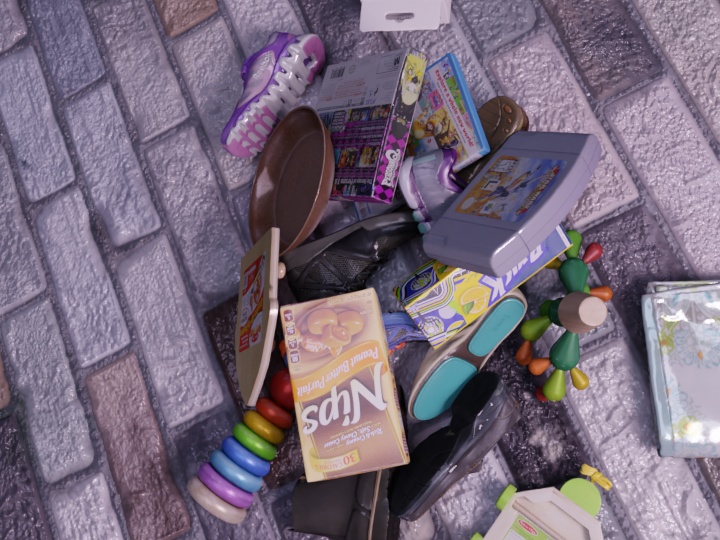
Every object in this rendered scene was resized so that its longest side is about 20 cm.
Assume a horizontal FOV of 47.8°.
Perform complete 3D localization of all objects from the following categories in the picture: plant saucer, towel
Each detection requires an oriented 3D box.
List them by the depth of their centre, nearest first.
[{"bbox_3d":[0.412,0.107,0.916,0.169,0.048,0.203,-5,77,14],"label":"towel"},{"bbox_3d":[-0.085,-0.110,1.052,0.200,0.036,0.203,-29,53,49],"label":"plant saucer"}]

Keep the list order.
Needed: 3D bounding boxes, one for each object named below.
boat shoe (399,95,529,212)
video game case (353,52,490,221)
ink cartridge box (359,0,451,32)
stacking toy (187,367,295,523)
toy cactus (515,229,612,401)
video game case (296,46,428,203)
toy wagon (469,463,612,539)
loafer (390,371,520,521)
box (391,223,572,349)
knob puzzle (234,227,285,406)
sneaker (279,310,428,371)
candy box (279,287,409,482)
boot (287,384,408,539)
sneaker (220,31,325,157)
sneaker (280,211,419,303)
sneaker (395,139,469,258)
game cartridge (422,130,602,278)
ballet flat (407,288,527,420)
[{"bbox_3d":[0.135,-0.130,1.027,0.200,0.067,0.072,-43,61,21],"label":"boat shoe"},{"bbox_3d":[0.059,-0.164,1.036,0.199,0.018,0.145,-29,64,31],"label":"video game case"},{"bbox_3d":[0.066,-0.403,1.103,0.116,0.067,0.202,3,78,15],"label":"ink cartridge box"},{"bbox_3d":[-0.129,0.212,1.022,0.085,0.085,0.201,33,83,18],"label":"stacking toy"},{"bbox_3d":[0.243,0.054,0.917,0.101,0.165,0.202,19,86,-1],"label":"toy cactus"},{"bbox_3d":[-0.004,-0.177,1.019,0.199,0.036,0.183,10,84,58],"label":"video game case"},{"bbox_3d":[0.219,0.313,0.927,0.155,0.040,0.201,35,88,18],"label":"toy wagon"},{"bbox_3d":[0.116,0.216,0.944,0.200,0.073,0.072,-48,114,-7],"label":"loafer"},{"bbox_3d":[0.138,-0.004,0.932,0.199,0.064,0.070,-38,113,0],"label":"box"},{"bbox_3d":[-0.122,0.066,1.005,0.030,0.219,0.222,7,78,-20],"label":"knob puzzle"},{"bbox_3d":[0.002,0.102,1.005,0.198,0.075,0.079,-14,76,5],"label":"sneaker"},{"bbox_3d":[-0.019,0.131,0.935,0.114,0.055,0.202,-12,75,6],"label":"candy box"},{"bbox_3d":[-0.019,0.234,0.991,0.137,0.077,0.202,3,78,20],"label":"boot"},{"bbox_3d":[-0.135,-0.250,1.124,0.088,0.081,0.201,30,82,25],"label":"sneaker"},{"bbox_3d":[0.000,0.000,1.030,0.198,0.076,0.115,-23,76,16],"label":"sneaker"},{"bbox_3d":[0.118,-0.053,0.972,0.087,0.075,0.201,-21,108,22],"label":"sneaker"},{"bbox_3d":[0.171,-0.080,0.893,0.200,0.042,0.133,-49,29,-18],"label":"game cartridge"},{"bbox_3d":[0.123,0.095,0.986,0.069,0.069,0.200,45,100,19],"label":"ballet flat"}]
